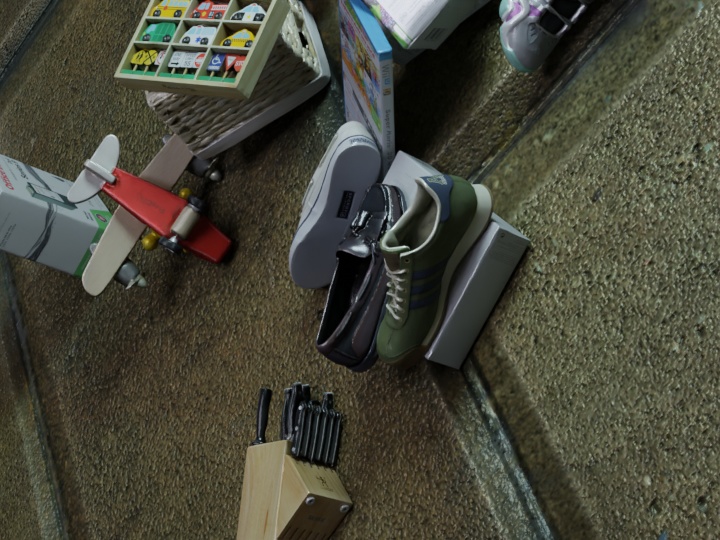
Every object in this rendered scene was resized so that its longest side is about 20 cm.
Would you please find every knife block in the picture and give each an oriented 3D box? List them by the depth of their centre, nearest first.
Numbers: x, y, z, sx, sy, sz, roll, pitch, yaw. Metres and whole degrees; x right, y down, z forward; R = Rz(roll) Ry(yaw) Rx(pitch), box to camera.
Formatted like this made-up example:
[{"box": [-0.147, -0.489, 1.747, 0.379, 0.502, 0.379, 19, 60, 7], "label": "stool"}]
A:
[{"box": [-0.088, 0.223, 1.748, 0.200, 0.064, 0.176, -56, 39, 18], "label": "knife block"}]

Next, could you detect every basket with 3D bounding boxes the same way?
[{"box": [-0.157, -0.251, 1.953, 0.199, 0.123, 0.136, -29, 51, 16], "label": "basket"}]

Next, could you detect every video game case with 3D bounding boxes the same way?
[{"box": [0.007, -0.198, 1.755, 0.201, 0.018, 0.144, 87, 165, -46], "label": "video game case"}]

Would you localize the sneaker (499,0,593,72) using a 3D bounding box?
[{"box": [0.218, -0.285, 1.589, 0.140, 0.077, 0.201, 19, 89, 53], "label": "sneaker"}]

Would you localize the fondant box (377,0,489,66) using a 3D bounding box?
[{"box": [0.087, -0.340, 1.792, 0.200, 0.058, 0.145, -33, 51, 37], "label": "fondant box"}]

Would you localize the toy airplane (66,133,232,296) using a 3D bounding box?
[{"box": [-0.263, -0.077, 2.034, 0.199, 0.141, 0.200, -16, 71, 9], "label": "toy airplane"}]

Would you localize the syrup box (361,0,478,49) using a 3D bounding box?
[{"box": [0.024, -0.328, 1.702, 0.200, 0.079, 0.081, 49, 114, 12], "label": "syrup box"}]

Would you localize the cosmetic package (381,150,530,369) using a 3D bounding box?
[{"box": [0.069, -0.014, 1.671, 0.151, 0.052, 0.200, -60, 39, 10], "label": "cosmetic package"}]

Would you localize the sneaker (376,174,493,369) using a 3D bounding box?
[{"box": [0.047, -0.005, 1.582, 0.067, 0.090, 0.201, 39, 107, 49], "label": "sneaker"}]

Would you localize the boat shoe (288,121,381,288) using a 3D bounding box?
[{"box": [-0.032, -0.073, 1.789, 0.070, 0.070, 0.201, -104, 27, -53], "label": "boat shoe"}]

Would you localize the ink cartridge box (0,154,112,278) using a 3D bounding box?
[{"box": [-0.436, -0.075, 2.195, 0.084, 0.199, 0.146, -58, 40, 13], "label": "ink cartridge box"}]

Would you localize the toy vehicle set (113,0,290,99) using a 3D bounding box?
[{"box": [-0.184, -0.263, 1.877, 0.199, 0.027, 0.125, 9, 69, 38], "label": "toy vehicle set"}]

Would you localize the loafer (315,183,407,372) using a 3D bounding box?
[{"box": [0.000, 0.000, 1.656, 0.072, 0.063, 0.201, -11, 64, 52], "label": "loafer"}]
